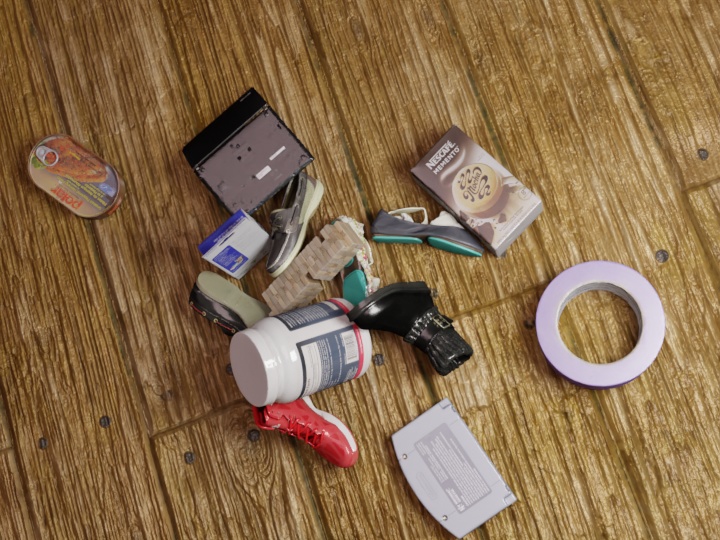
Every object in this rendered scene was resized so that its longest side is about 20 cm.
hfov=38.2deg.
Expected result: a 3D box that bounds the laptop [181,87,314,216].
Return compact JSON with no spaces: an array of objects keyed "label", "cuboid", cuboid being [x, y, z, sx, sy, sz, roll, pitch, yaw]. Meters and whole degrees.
[{"label":"laptop","cuboid":[-0.203,-0.207,1.842,0.177,0.103,0.200,-41,84,2]}]

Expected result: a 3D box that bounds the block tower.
[{"label":"block tower","cuboid":[-0.085,0.003,1.754,0.200,0.054,0.058,-47,63,22]}]

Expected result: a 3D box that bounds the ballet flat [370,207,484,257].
[{"label":"ballet flat","cuboid":[0.116,-0.071,1.759,0.199,0.073,0.073,9,82,15]}]

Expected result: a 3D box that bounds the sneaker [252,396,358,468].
[{"label":"sneaker","cuboid":[-0.104,0.264,1.706,0.200,0.115,0.078,39,120,23]}]

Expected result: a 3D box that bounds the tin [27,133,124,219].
[{"label":"tin","cuboid":[-0.523,-0.171,1.917,0.200,0.042,0.112,35,84,15]}]

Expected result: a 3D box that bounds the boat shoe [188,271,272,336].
[{"label":"boat shoe","cuboid":[-0.207,0.082,1.798,0.201,0.074,0.063,34,124,5]}]

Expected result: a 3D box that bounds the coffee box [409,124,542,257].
[{"label":"coffee box","cuboid":[0.194,-0.133,1.747,0.200,0.080,0.113,43,91,15]}]

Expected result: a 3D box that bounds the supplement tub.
[{"label":"supplement tub","cuboid":[-0.095,0.132,1.683,0.200,0.140,0.141,-16,73,-32]}]

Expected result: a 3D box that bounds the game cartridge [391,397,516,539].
[{"label":"game cartridge","cuboid":[0.144,0.326,1.697,0.133,0.040,0.200,-34,75,0]}]

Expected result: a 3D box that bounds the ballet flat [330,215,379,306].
[{"label":"ballet flat","cuboid":[0.000,0.000,1.769,0.076,0.064,0.201,-24,73,47]}]

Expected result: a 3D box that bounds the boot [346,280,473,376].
[{"label":"boot","cuboid":[0.085,0.100,1.670,0.079,0.211,0.158,-44,69,36]}]

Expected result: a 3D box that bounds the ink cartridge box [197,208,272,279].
[{"label":"ink cartridge box","cuboid":[-0.209,-0.046,1.748,0.099,0.200,0.039,-41,76,0]}]

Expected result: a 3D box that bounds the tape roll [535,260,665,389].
[{"label":"tape roll","cuboid":[0.382,0.089,1.668,0.199,0.085,0.201,-2,79,12]}]

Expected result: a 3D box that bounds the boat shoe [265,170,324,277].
[{"label":"boat shoe","cuboid":[-0.126,-0.083,1.778,0.066,0.072,0.201,35,62,-23]}]
